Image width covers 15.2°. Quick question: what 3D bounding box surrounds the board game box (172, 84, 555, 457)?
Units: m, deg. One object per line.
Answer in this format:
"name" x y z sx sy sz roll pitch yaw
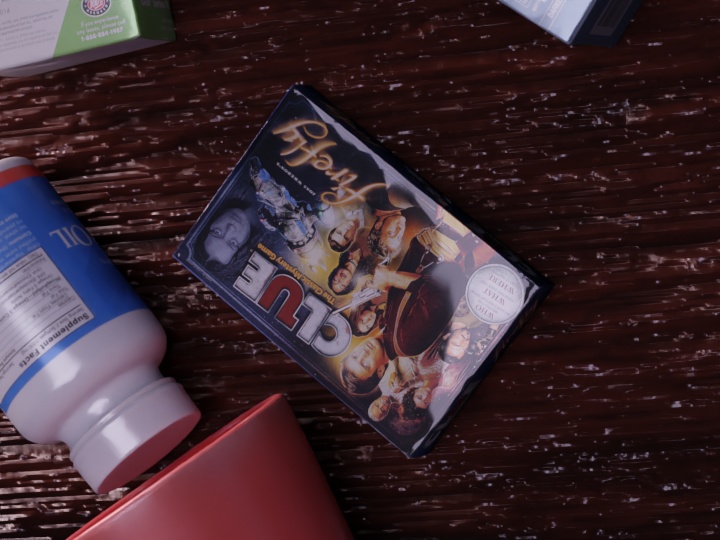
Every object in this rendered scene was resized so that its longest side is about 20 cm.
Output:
"board game box" 0.000 0.000 1.645 0.200 0.035 0.136 39 105 14

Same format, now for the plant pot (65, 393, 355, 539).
"plant pot" -0.079 0.200 1.613 0.200 0.200 0.177 -35 91 18

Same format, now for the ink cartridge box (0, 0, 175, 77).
"ink cartridge box" -0.196 -0.230 1.689 0.117 0.067 0.200 -11 89 19

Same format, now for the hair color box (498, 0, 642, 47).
"hair color box" 0.069 -0.207 1.577 0.200 0.099 0.061 35 104 15

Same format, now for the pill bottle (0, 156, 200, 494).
"pill bottle" -0.191 0.037 1.677 0.112 0.112 0.200 -42 80 17
